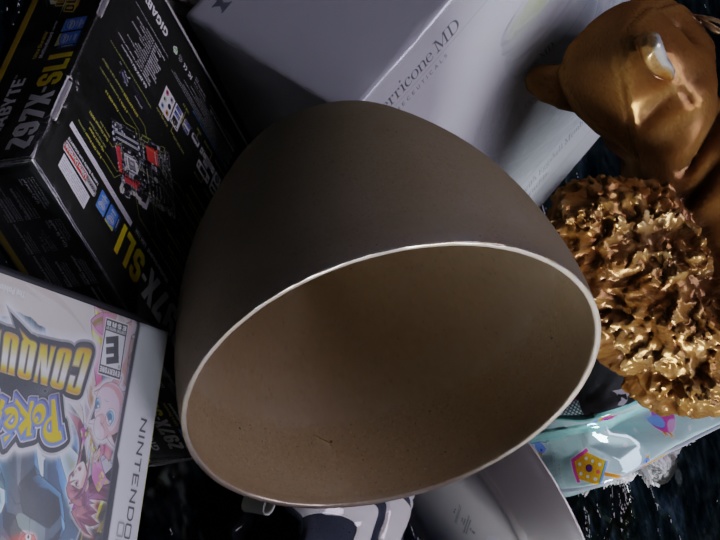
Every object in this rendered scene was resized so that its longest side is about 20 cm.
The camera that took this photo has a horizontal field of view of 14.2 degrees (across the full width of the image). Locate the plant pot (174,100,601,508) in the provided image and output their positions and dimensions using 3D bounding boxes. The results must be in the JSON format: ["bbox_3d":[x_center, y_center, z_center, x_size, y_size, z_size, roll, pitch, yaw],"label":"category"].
[{"bbox_3d":[0.000,0.000,1.357,0.200,0.199,0.135,46,22,-50],"label":"plant pot"}]

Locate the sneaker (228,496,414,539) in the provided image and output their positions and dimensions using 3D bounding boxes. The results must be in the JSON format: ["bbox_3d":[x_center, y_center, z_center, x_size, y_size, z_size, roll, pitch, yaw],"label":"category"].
[{"bbox_3d":[-0.022,0.182,1.470,0.129,0.079,0.200,-26,120,-49],"label":"sneaker"}]

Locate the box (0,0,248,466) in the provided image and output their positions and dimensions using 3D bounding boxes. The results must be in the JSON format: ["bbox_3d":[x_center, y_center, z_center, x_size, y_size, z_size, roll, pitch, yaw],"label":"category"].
[{"bbox_3d":[-0.108,-0.033,1.387,0.200,0.049,0.160,61,34,-37],"label":"box"}]

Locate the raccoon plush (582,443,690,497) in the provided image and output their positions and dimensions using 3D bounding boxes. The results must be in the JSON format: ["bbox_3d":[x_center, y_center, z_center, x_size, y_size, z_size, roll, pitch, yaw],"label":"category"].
[{"bbox_3d":[0.125,0.076,1.846,0.199,0.134,0.097,29,66,-20],"label":"raccoon plush"}]

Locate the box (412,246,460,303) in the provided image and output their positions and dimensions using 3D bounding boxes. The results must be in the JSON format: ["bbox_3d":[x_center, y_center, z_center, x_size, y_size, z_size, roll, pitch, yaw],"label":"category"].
[{"bbox_3d":[0.022,0.055,1.502,0.041,0.039,0.201,-15,137,-36],"label":"box"}]

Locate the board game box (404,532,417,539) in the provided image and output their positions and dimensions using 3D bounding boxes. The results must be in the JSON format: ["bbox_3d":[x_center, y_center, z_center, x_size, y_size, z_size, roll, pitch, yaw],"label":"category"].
[{"bbox_3d":[0.058,0.221,1.589,0.200,0.039,0.158,49,9,25],"label":"board game box"}]

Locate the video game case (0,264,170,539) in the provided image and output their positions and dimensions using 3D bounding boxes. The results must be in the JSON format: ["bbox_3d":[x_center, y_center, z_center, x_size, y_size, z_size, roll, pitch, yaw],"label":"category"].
[{"bbox_3d":[-0.154,0.093,1.224,0.200,0.025,0.182,24,72,-59],"label":"video game case"}]

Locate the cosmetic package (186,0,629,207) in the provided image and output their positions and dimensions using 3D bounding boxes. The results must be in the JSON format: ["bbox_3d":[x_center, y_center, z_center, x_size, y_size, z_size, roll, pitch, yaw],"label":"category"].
[{"bbox_3d":[0.040,-0.121,1.504,0.200,0.123,0.200,-49,146,-15],"label":"cosmetic package"}]

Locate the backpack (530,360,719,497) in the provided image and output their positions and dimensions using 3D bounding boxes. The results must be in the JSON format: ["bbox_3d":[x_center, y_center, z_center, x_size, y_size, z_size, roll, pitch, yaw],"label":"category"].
[{"bbox_3d":[0.107,0.045,1.641,0.175,0.199,0.154,-23,109,-47],"label":"backpack"}]

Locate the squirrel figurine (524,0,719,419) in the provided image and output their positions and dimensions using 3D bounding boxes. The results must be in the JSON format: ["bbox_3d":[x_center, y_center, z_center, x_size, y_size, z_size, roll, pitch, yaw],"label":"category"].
[{"bbox_3d":[0.158,-0.035,1.453,0.200,0.141,0.187,-51,117,-30],"label":"squirrel figurine"}]

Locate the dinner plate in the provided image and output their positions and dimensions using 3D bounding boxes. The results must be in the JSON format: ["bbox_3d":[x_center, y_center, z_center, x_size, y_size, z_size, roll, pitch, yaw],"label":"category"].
[{"bbox_3d":[0.061,0.130,1.566,0.024,0.200,0.201,-33,118,-22],"label":"dinner plate"}]

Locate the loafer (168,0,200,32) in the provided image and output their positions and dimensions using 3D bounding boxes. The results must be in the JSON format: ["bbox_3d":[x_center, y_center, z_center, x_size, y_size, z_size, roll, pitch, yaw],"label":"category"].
[{"bbox_3d":[-0.066,-0.153,1.498,0.200,0.063,0.072,21,62,-62],"label":"loafer"}]
